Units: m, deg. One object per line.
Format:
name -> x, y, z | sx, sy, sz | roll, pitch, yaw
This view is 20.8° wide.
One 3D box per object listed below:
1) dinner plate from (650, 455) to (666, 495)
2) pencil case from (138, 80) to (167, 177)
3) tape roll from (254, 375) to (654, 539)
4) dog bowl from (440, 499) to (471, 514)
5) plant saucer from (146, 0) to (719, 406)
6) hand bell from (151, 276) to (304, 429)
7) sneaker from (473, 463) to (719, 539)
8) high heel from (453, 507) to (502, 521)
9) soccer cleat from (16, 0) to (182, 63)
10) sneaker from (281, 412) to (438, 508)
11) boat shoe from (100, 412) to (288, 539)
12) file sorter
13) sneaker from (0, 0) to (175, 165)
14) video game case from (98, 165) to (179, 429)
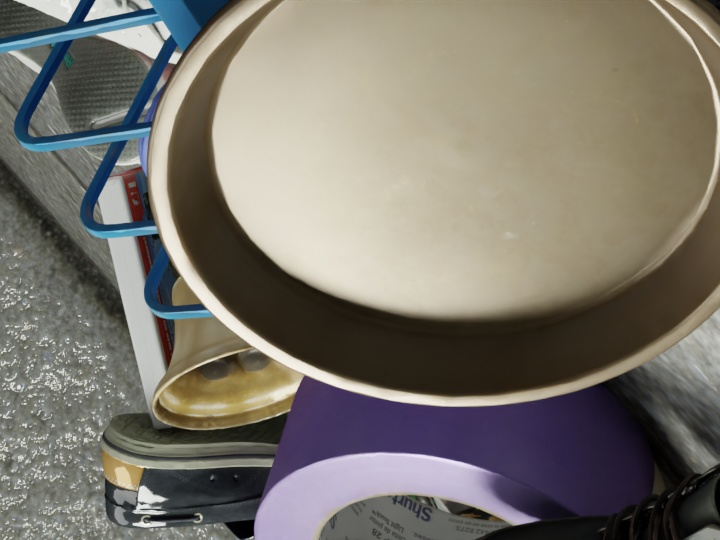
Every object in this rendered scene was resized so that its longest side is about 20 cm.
dinner plate -> 0.096, 0.069, 1.111 | 0.200, 0.024, 0.200 | 47, 170, 11
pencil case -> 0.000, -0.030, 0.856 | 0.200, 0.078, 0.087 | 29, 177, 15
tape roll -> 0.050, 0.125, 1.032 | 0.200, 0.085, 0.200 | 10, 140, 8
dog bowl -> 0.021, 0.062, 1.219 | 0.200, 0.059, 0.200 | 52, 178, 3
plant saucer -> 0.032, -0.033, 0.626 | 0.200, 0.200, 0.029 | 56, -157, -37
hand bell -> -0.084, -0.024, 1.087 | 0.104, 0.104, 0.200 | 71, -177, -65
sneaker -> 0.128, 0.122, 0.876 | 0.200, 0.075, 0.106 | 0, 139, 18
high heel -> 0.109, 0.190, 1.126 | 0.143, 0.200, 0.072 | -145, 57, -63
soccer cleat -> -0.121, -0.145, 0.956 | 0.200, 0.069, 0.085 | 24, -179, -31
sneaker -> -0.005, 0.124, 1.253 | 0.200, 0.078, 0.085 | 40, 180, -44
boat shoe -> -0.061, 0.121, 1.139 | 0.200, 0.062, 0.075 | 4, -166, -33
file sorter -> -0.060, -0.093, 0.707 | 0.123, 0.139, 0.200 | -6, 135, 31
sneaker -> -0.147, -0.126, 1.071 | 0.080, 0.070, 0.200 | 12, -142, -57
video game case -> -0.097, 0.002, 1.170 | 0.200, 0.017, 0.143 | -32, -70, -72
